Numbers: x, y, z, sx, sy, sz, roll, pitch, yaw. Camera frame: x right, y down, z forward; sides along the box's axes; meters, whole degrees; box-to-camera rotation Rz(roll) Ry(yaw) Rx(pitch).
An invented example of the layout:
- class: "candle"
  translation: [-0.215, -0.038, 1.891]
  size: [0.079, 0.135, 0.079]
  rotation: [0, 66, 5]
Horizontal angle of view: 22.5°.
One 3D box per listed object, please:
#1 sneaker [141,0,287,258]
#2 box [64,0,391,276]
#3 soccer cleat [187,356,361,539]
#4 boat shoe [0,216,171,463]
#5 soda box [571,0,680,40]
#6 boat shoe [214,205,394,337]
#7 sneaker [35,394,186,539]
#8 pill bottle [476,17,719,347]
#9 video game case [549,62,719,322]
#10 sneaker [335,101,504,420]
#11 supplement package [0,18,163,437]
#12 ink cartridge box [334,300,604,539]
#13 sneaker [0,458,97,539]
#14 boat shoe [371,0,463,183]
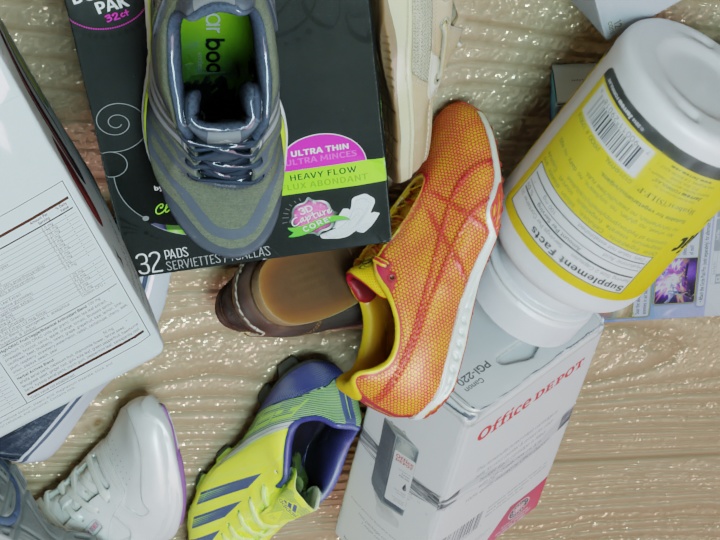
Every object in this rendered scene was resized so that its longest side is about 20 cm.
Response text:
- class: "sneaker"
  translation: [-0.069, -0.075, 0.834]
  size: [0.073, 0.081, 0.201]
  rotation: [-6, 135, -2]
- class: "box"
  translation: [-0.068, -0.116, 0.938]
  size: [0.148, 0.125, 0.201]
  rotation: [-8, 134, -2]
- class: "soccer cleat"
  translation: [-0.062, 0.150, 1.238]
  size: [0.064, 0.084, 0.201]
  rotation: [10, 123, -35]
- class: "boat shoe"
  translation: [-0.190, 0.038, 1.069]
  size: [0.091, 0.071, 0.201]
  rotation: [10, 125, -41]
- class: "soda box"
  translation: [0.130, -0.229, 1.008]
  size: [0.063, 0.068, 0.200]
  rotation: [-29, 138, -3]
- class: "boat shoe"
  translation: [0.000, 0.000, 1.153]
  size: [0.199, 0.071, 0.070]
  rotation: [-9, 170, -34]
- class: "sneaker"
  translation: [-0.176, 0.166, 1.193]
  size: [0.099, 0.075, 0.201]
  rotation: [1, 128, -31]
- class: "pill bottle"
  translation: [0.150, -0.045, 1.093]
  size: [0.111, 0.112, 0.200]
  rotation: [6, 138, -34]
- class: "video game case"
  translation: [0.214, -0.052, 1.197]
  size: [0.180, 0.046, 0.201]
  rotation: [-4, 134, 1]
- class: "sneaker"
  translation: [0.036, -0.013, 1.094]
  size: [0.077, 0.201, 0.073]
  rotation: [19, 163, -20]
- class: "supplement package"
  translation: [-0.217, -0.050, 0.872]
  size: [0.147, 0.191, 0.200]
  rotation: [-28, 131, -4]
- class: "ink cartridge box"
  translation: [0.072, 0.109, 1.235]
  size: [0.145, 0.085, 0.201]
  rotation: [-31, 150, -37]
- class: "sneaker"
  translation: [-0.232, 0.176, 1.137]
  size: [0.087, 0.075, 0.200]
  rotation: [-35, 108, 23]
- class: "boat shoe"
  translation: [0.030, -0.135, 1.038]
  size: [0.065, 0.072, 0.201]
  rotation: [-23, 137, -18]
